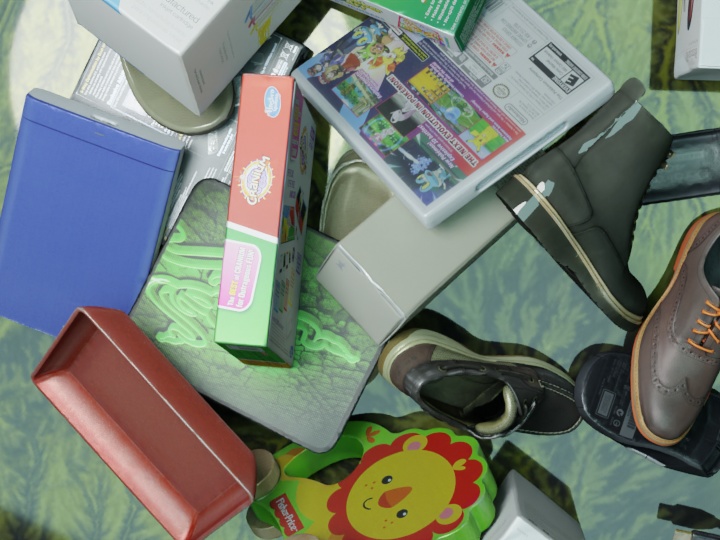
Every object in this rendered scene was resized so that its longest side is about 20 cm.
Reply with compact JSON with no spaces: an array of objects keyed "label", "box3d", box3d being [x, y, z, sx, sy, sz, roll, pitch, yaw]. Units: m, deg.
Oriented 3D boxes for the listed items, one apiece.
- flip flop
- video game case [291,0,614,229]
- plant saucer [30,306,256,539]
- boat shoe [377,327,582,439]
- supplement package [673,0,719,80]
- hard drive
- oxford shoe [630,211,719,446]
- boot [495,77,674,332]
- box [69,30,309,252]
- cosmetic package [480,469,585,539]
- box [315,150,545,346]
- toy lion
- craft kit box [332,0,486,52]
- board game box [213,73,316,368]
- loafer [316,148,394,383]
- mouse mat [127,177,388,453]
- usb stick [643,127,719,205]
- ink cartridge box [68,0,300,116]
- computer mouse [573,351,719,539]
[{"label":"flip flop","box3d":[-0.163,-0.201,1.510,0.081,0.058,0.201,-20,89,3]},{"label":"video game case","box3d":[0.069,-0.146,1.495,0.182,0.023,0.200,-36,54,-8]},{"label":"plant saucer","box3d":[-0.169,0.122,1.527,0.200,0.200,0.037,48,62,1]},{"label":"boat shoe","box3d":[0.103,0.104,1.513,0.199,0.065,0.073,15,119,-32]},{"label":"supplement package","box3d":[0.323,-0.248,1.463,0.146,0.191,0.201,2,92,4]},{"label":"hard drive","box3d":[-0.227,-0.035,1.546,0.131,0.025,0.201,20,118,5]},{"label":"oxford shoe","box3d":[0.268,0.042,1.517,0.071,0.073,0.201,19,79,-7]},{"label":"boot","box3d":[0.210,-0.046,1.491,0.138,0.200,0.078,-43,48,3]},{"label":"box","box3d":[-0.155,-0.128,1.567,0.157,0.050,0.201,26,94,2]},{"label":"cosmetic package","box3d":[0.118,0.237,1.496,0.081,0.200,0.113,38,97,1]},{"label":"box","box3d":[0.063,-0.036,1.501,0.200,0.068,0.082,-40,84,-28]},{"label":"toy lion","box3d":[0.007,0.182,1.512,0.191,0.200,0.069,-30,124,-5]},{"label":"craft kit box","box3d":[0.032,-0.301,1.513,0.197,0.049,0.201,23,84,19]},{"label":"board game box","box3d":[-0.070,-0.033,1.450,0.040,0.153,0.201,5,81,6]},{"label":"loafer","box3d":[0.000,0.000,1.555,0.075,0.068,0.201,3,93,3]},{"label":"mouse mat","box3d":[-0.077,0.035,1.522,0.199,0.008,0.161,26,86,9]},{"label":"usb stick","box3d":[0.251,-0.083,1.556,0.199,0.033,0.056,-8,99,3]},{"label":"ink cartridge box","box3d":[-0.112,-0.246,1.432,0.128,0.125,0.200,37,79,12]},{"label":"computer mouse","box3d":[0.256,0.155,1.553,0.199,0.046,0.141,17,75,-6]}]
